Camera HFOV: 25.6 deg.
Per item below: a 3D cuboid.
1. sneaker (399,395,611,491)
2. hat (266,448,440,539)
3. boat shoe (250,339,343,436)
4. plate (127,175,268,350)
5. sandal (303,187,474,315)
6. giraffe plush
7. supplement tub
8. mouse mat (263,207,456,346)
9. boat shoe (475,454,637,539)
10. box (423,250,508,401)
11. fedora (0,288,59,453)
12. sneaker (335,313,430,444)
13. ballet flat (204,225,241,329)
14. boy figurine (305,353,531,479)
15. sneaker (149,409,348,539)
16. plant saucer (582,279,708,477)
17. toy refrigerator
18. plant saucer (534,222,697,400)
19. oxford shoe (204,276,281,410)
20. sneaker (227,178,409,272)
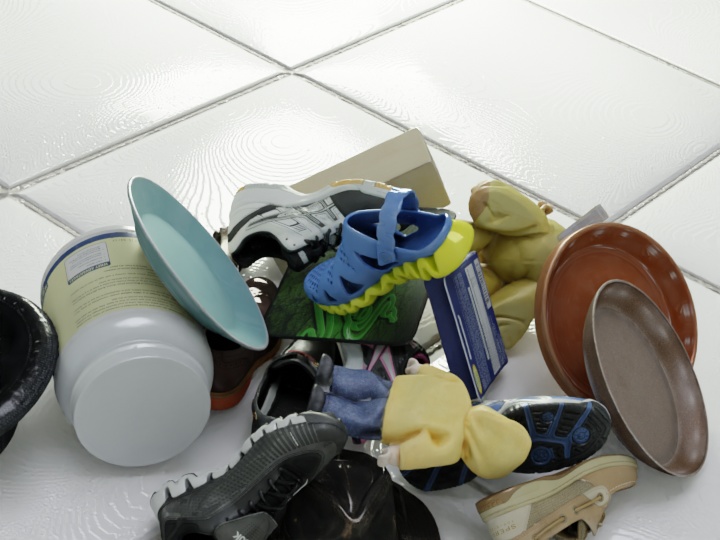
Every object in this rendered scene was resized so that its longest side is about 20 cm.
[{"bbox_3d":[0.132,0.144,1.464,0.198,0.076,0.077,-8,23,8],"label":"sneaker"},{"bbox_3d":[-0.012,0.208,1.357,0.198,0.082,0.201,8,33,-5],"label":"hat"},{"bbox_3d":[-0.056,0.110,1.513,0.073,0.064,0.202,12,31,8],"label":"boat shoe"},{"bbox_3d":[-0.156,-0.001,1.466,0.201,0.025,0.200,51,11,-13],"label":"plate"},{"bbox_3d":[0.013,-0.023,1.485,0.087,0.199,0.080,44,44,-21],"label":"sandal"},{"bbox_3d":[0.160,-0.028,1.710,0.198,0.174,0.162,-21,12,-1],"label":"giraffe plush"},{"bbox_3d":[-0.214,0.067,1.455,0.143,0.146,0.201,-1,35,-17],"label":"supplement tub"},{"bbox_3d":[0.000,0.000,1.577,0.159,0.008,0.201,3,44,19],"label":"mouse mat"},{"bbox_3d":[0.184,0.214,1.426,0.199,0.071,0.065,-10,72,-41],"label":"boat shoe"},{"bbox_3d":[0.101,0.053,1.528,0.032,0.122,0.200,-15,3,13],"label":"box"},{"bbox_3d":[-0.353,0.108,1.395,0.198,0.092,0.202,1,41,-1],"label":"fedora"},{"bbox_3d":[0.025,0.085,1.543,0.085,0.081,0.201,-10,45,5],"label":"sneaker"},{"bbox_3d":[-0.150,0.000,1.642,0.046,0.068,0.200,30,28,-4],"label":"ballet flat"},{"bbox_3d":[0.052,0.128,1.389,0.198,0.065,0.125,14,42,-2],"label":"boy figurine"},{"bbox_3d":[-0.089,0.190,1.310,0.066,0.199,0.091,42,27,-40],"label":"sneaker"},{"bbox_3d":[0.270,0.107,1.528,0.200,0.032,0.202,35,42,-38],"label":"plant saucer"},{"bbox_3d":[-0.008,-0.071,1.714,0.198,0.070,0.076,-25,35,5],"label":"toy refrigerator"},{"bbox_3d":[0.257,0.053,1.606,0.199,0.203,0.032,-14,-4,-32],"label":"plant saucer"},{"bbox_3d":[-0.115,0.054,1.568,0.070,0.073,0.201,13,33,4],"label":"oxford shoe"},{"bbox_3d":[-0.040,-0.036,1.583,0.198,0.076,0.088,-3,55,21],"label":"sneaker"}]
